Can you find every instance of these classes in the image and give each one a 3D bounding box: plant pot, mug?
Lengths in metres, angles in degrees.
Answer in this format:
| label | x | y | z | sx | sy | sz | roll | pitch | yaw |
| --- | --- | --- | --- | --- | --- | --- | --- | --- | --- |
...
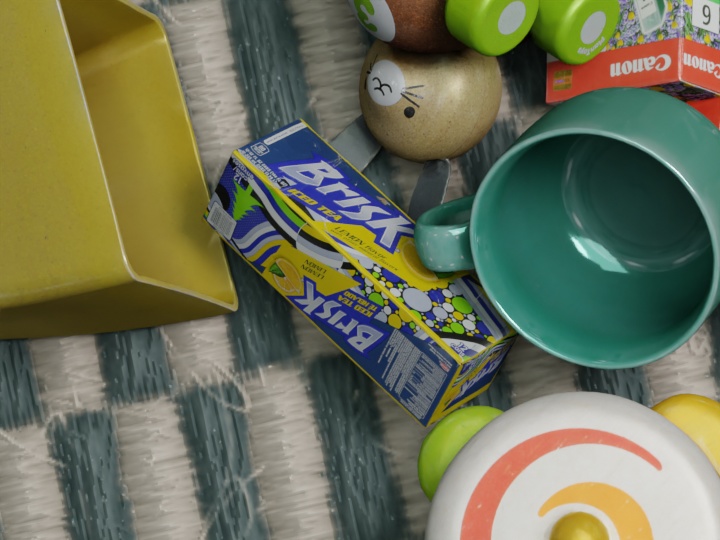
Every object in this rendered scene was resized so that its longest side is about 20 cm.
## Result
| label | x | y | z | sx | sy | sz | roll | pitch | yaw |
| --- | --- | --- | --- | --- | --- | --- | --- | --- | --- |
| plant pot | -0.208 | -0.053 | 1.707 | 0.176 | 0.200 | 0.200 | -18 | 79 | 14 |
| mug | 0.141 | -0.039 | 1.656 | 0.185 | 0.114 | 0.152 | 29 | 121 | 11 |

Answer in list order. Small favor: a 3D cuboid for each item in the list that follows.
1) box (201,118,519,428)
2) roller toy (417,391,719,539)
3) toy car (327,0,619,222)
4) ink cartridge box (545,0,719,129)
| label | x | y | z | sx | sy | sz | roll | pitch | yaw |
| --- | --- | --- | --- | --- | --- | --- | --- | --- | --- |
| box | 0.000 | 0.000 | 1.711 | 0.200 | 0.064 | 0.070 | 43 | 42 | 17 |
| roller toy | 0.133 | 0.167 | 1.656 | 0.200 | 0.140 | 0.183 | -1 | 80 | 4 |
| toy car | 0.034 | -0.122 | 1.721 | 0.164 | 0.158 | 0.200 | 36 | 113 | 36 |
| ink cartridge box | 0.170 | -0.139 | 1.726 | 0.109 | 0.050 | 0.200 | -7 | 76 | 43 |
